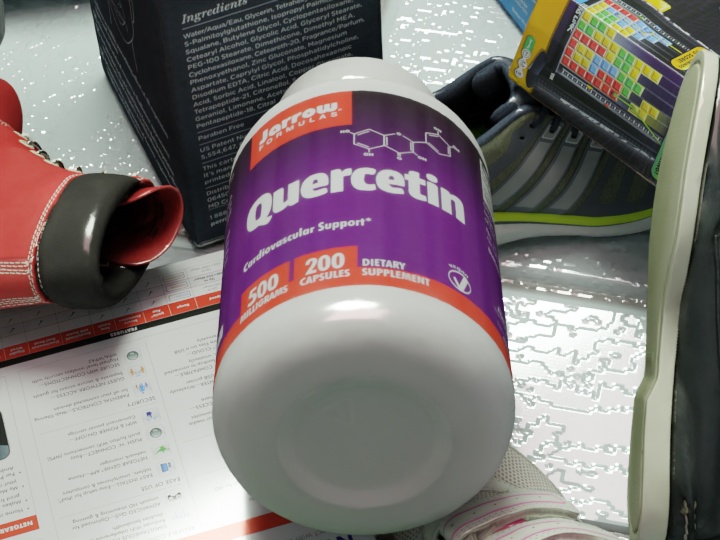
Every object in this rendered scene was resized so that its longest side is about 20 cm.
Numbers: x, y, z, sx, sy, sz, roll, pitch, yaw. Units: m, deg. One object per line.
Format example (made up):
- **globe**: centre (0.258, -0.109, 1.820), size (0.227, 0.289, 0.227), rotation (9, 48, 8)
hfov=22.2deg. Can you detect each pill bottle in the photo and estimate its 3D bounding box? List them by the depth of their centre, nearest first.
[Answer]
- **pill bottle**: centre (0.000, 0.000, 0.733), size (0.111, 0.113, 0.201), rotation (-3, 38, 1)

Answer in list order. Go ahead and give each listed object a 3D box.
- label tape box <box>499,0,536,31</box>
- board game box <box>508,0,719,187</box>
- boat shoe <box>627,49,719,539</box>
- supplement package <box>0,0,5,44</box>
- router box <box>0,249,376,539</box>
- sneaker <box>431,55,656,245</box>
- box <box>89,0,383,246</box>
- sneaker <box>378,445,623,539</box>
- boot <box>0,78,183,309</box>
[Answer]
- **label tape box**: centre (0.101, -0.215, 0.920), size (0.063, 0.201, 0.145), rotation (-20, 50, -14)
- **board game box**: centre (0.191, -0.091, 0.845), size (0.165, 0.057, 0.199), rotation (37, 40, 22)
- **boat shoe**: centre (0.149, 0.015, 0.740), size (0.066, 0.075, 0.201), rotation (6, 90, 2)
- **supplement package**: centre (-0.268, -0.125, 0.787), size (0.189, 0.148, 0.200), rotation (0, 30, 1)
- **router box**: centre (-0.109, 0.088, 0.762), size (0.198, 0.049, 0.180), rotation (-14, 49, -9)
- **sneaker**: centre (0.089, -0.061, 0.861), size (0.198, 0.081, 0.074), rotation (-14, 49, -12)
- **box**: centre (-0.066, -0.142, 0.865), size (0.106, 0.201, 0.149), rotation (-20, 50, -14)
- **sneaker**: centre (0.070, 0.120, 0.695), size (0.081, 0.089, 0.200), rotation (-24, 51, -17)
- **boot**: centre (-0.143, -0.037, 0.834), size (0.143, 0.073, 0.200), rotation (-8, 30, 8)
